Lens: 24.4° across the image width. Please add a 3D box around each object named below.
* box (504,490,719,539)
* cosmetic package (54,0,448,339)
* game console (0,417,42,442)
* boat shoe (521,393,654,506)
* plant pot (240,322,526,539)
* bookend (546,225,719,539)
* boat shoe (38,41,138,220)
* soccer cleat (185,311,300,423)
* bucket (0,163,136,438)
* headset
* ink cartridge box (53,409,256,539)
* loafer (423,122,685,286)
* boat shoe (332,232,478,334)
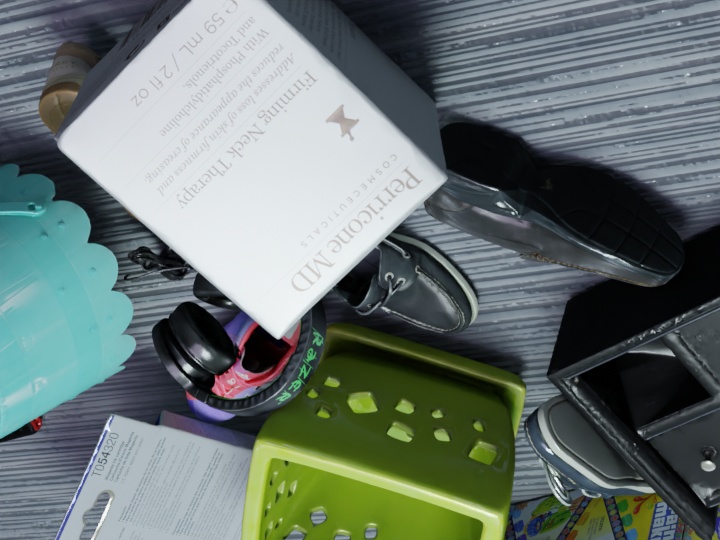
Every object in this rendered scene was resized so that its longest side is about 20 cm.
[{"bbox_3d":[0.235,0.289,1.399,0.193,0.122,0.200,-19,119,32],"label":"box"},{"bbox_3d":[-0.069,-0.101,1.130,0.200,0.166,0.167,42,106,-16],"label":"cosmetic package"},{"bbox_3d":[-0.418,0.105,1.562,0.200,0.031,0.177,-16,126,31],"label":"game console"},{"bbox_3d":[0.173,0.141,1.286,0.062,0.075,0.200,-21,160,28],"label":"boat shoe"},{"bbox_3d":[0.026,0.167,1.337,0.199,0.182,0.200,16,132,7],"label":"plant pot"},{"bbox_3d":[0.280,0.078,1.227,0.199,0.092,0.200,-28,115,36],"label":"bookend"},{"bbox_3d":[-0.167,-0.096,1.272,0.072,0.065,0.200,-20,137,26],"label":"boat shoe"},{"bbox_3d":[-0.098,0.076,1.379,0.067,0.076,0.200,35,131,-10],"label":"soccer cleat"},{"bbox_3d":[-0.294,0.031,1.333,0.207,0.135,0.207,29,137,31],"label":"bucket"},{"bbox_3d":[-0.106,0.034,1.294,0.200,0.124,0.094,32,-178,31],"label":"headset"},{"bbox_3d":[-0.166,0.222,1.449,0.200,0.043,0.196,20,105,-24],"label":"ink cartridge box"},{"bbox_3d":[0.137,-0.037,1.207,0.200,0.073,0.072,28,142,10],"label":"loafer"},{"bbox_3d":[0.001,-0.001,1.283,0.199,0.066,0.075,39,130,-13],"label":"boat shoe"}]
